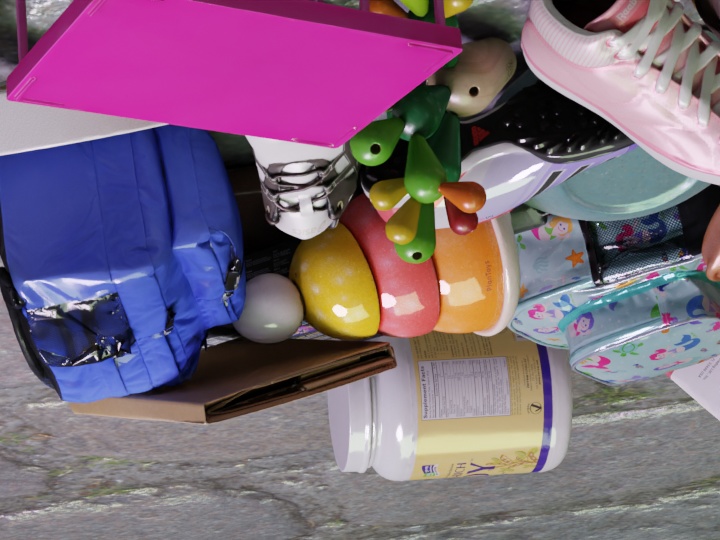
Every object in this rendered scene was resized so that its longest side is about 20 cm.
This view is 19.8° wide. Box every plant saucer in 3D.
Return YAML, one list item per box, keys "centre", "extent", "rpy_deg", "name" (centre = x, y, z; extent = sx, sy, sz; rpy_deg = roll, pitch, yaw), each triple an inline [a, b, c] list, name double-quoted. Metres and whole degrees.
- centre: [-0.078, -0.035, 1.563]
  extent: [0.200, 0.035, 0.200]
  rpy_deg: [-6, 160, -2]
  name: "plant saucer"
- centre: [0.185, -0.086, 1.418]
  extent: [0.201, 0.039, 0.201]
  rpy_deg: [-6, 144, -4]
  name: "plant saucer"

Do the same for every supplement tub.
- centre: [0.078, 0.114, 1.849]
  extent: [0.200, 0.146, 0.145]
  rpy_deg: [-3, 160, -9]
  name: "supplement tub"

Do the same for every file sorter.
- centre: [-0.071, -0.159, 1.096]
  extent: [0.200, 0.126, 0.139]
  rpy_deg: [7, 157, -29]
  name: "file sorter"

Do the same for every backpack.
- centre: [-0.162, -0.002, 1.399]
  extent: [0.168, 0.163, 0.200]
  rpy_deg: [-4, 148, -3]
  name: "backpack"
- centre: [0.209, 0.006, 1.610]
  extent: [0.200, 0.151, 0.178]
  rpy_deg: [-11, 163, 25]
  name: "backpack"

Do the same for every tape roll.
- centre: [-0.166, -0.100, 1.224]
  extent: [0.203, 0.037, 0.203]
  rpy_deg: [-11, -171, 2]
  name: "tape roll"

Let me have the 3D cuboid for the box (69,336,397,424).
- centre: [-0.096, 0.078, 1.487]
  extent: [0.163, 0.021, 0.200]
  rpy_deg: [-17, -170, -34]
  name: "box"

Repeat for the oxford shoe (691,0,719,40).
- centre: [0.239, -0.159, 1.263]
  extent: [0.071, 0.073, 0.200]
  rpy_deg: [-12, 159, 14]
  name: "oxford shoe"

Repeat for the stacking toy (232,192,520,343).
- centre: [0.000, 0.000, 1.456]
  extent: [0.200, 0.146, 0.146]
  rpy_deg: [-17, 164, -21]
  name: "stacking toy"

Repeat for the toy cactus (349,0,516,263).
- centre: [0.052, -0.109, 1.277]
  extent: [0.102, 0.200, 0.165]
  rpy_deg: [1, -156, 35]
  name: "toy cactus"

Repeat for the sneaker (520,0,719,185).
- centre: [0.186, -0.122, 1.244]
  extent: [0.200, 0.075, 0.105]
  rpy_deg: [29, 163, 15]
  name: "sneaker"

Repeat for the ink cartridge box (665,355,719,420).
- centre: [0.349, 0.073, 1.679]
  extent: [0.145, 0.200, 0.084]
  rpy_deg: [-51, 148, 6]
  name: "ink cartridge box"

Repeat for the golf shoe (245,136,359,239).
- centre: [-0.033, -0.069, 1.330]
  extent: [0.078, 0.095, 0.200]
  rpy_deg: [-3, 178, 10]
  name: "golf shoe"

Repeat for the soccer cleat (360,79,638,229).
- centre: [0.102, -0.072, 1.365]
  extent: [0.200, 0.068, 0.073]
  rpy_deg: [-16, 141, 15]
  name: "soccer cleat"

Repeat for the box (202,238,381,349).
- centre: [-0.054, 0.028, 1.617]
  extent: [0.200, 0.044, 0.160]
  rpy_deg: [-18, 160, 42]
  name: "box"

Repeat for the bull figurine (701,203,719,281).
- centre: [0.304, -0.072, 1.436]
  extent: [0.121, 0.065, 0.200]
  rpy_deg: [-22, 152, -40]
  name: "bull figurine"

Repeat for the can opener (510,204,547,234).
- centre: [0.118, -0.062, 1.542]
  extent: [0.200, 0.053, 0.066]
  rpy_deg: [-20, 124, 29]
  name: "can opener"
